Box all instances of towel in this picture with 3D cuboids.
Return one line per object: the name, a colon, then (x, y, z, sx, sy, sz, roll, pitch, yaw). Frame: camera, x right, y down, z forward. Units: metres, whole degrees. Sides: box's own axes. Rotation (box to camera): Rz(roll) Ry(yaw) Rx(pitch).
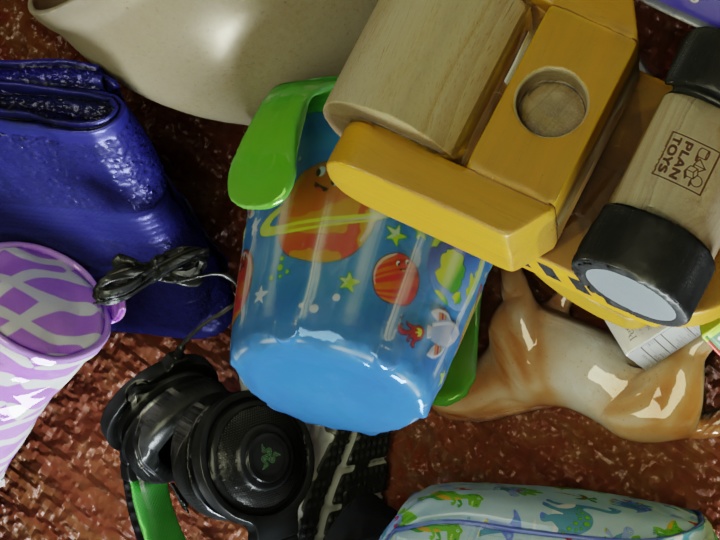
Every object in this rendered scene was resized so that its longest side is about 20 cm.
towel: (-0.152, -0.038, 1.401, 0.147, 0.200, 0.050, 6, 60, 21)

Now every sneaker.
sneaker: (-0.029, 0.072, 1.428, 0.080, 0.074, 0.201, 14, 96, 32)

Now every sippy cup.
sippy cup: (0.000, 0.000, 1.291, 0.177, 0.140, 0.131, 25, 63, -19)

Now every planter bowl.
planter bowl: (-0.044, -0.148, 1.352, 0.200, 0.200, 0.135, -37, 108, 19)

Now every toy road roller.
toy road roller: (0.090, -0.047, 1.227, 0.199, 0.146, 0.123, 25, 76, 11)

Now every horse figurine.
horse figurine: (0.126, 0.034, 1.372, 0.199, 0.050, 0.133, 18, 94, 20)

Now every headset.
headset: (-0.089, 0.084, 1.373, 0.123, 0.094, 0.201, 24, 122, 48)

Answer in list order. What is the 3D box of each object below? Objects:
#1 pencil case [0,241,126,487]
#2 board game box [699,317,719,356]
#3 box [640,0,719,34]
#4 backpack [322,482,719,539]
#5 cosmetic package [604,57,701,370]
pencil case: (-0.196, 0.070, 1.433, 0.200, 0.085, 0.084, -54, 35, 45)
board game box: (0.255, 0.053, 1.279, 0.101, 0.048, 0.200, -38, 113, 19)
box: (0.209, -0.202, 1.246, 0.105, 0.184, 0.201, 26, 103, 17)
backpack: (0.082, 0.164, 1.349, 0.199, 0.163, 0.154, 23, 88, 9)
cosmetic package: (0.115, -0.059, 1.338, 0.082, 0.051, 0.200, -32, 71, 7)
